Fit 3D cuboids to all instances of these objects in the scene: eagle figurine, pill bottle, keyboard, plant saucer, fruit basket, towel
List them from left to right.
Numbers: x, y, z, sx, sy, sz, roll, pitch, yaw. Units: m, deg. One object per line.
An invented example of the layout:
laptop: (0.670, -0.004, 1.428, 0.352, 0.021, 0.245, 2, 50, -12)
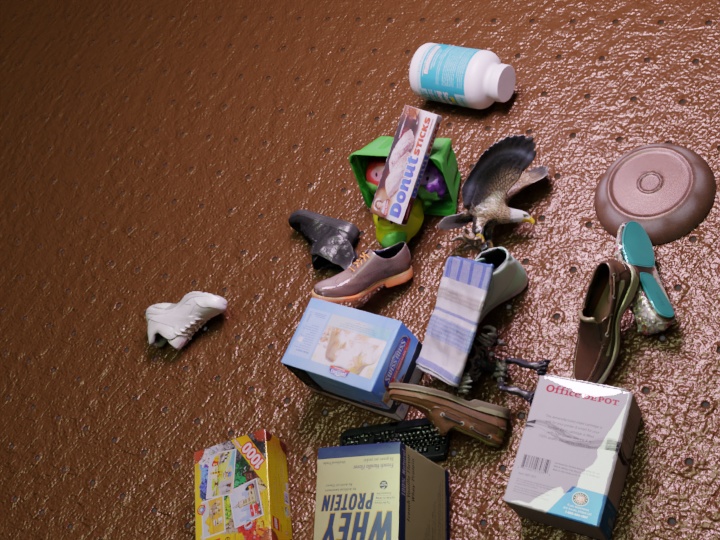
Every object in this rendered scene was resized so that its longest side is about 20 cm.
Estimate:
keyboard: (0.049, 0.292, 1.509, 0.198, 0.040, 0.105, -14, 54, 23)
fruit basket: (0.074, -0.143, 1.711, 0.213, 0.157, 0.217, -14, 39, 11)
towel: (0.149, 0.078, 1.478, 0.147, 0.024, 0.203, 20, 94, 69)
pill bottle: (0.201, -0.378, 1.797, 0.198, 0.111, 0.112, 19, 71, 37)
eagle figurine: (0.240, -0.125, 1.603, 0.151, 0.149, 0.202, -1, 69, 71)
plant saucer: (0.485, -0.138, 1.534, 0.198, 0.037, 0.203, -14, 56, 21)

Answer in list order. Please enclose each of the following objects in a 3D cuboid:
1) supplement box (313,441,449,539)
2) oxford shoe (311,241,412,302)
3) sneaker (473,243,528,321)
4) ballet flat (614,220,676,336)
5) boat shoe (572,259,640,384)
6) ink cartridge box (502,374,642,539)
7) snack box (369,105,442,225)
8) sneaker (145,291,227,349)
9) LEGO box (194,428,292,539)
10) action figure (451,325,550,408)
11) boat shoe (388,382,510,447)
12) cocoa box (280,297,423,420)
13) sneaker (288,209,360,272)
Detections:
supplement box: (0.035, 0.375, 1.345, 0.133, 0.200, 0.203, -9, 64, 24)
oxford shoe: (0.000, 0.000, 1.642, 0.198, 0.074, 0.071, -20, 31, -24)
sneaker: (0.180, 0.036, 1.544, 0.200, 0.118, 0.074, -38, 51, 4)
ballet flat: (0.434, 0.014, 1.449, 0.064, 0.075, 0.202, 121, 152, -47)
boat shoe: (0.356, 0.080, 1.405, 0.074, 0.074, 0.205, 19, 94, 53)
ink cartridge box: (0.312, 0.270, 1.343, 0.144, 0.084, 0.202, 8, 65, 33)
snack box: (0.080, -0.187, 1.638, 0.071, 0.024, 0.202, 22, 98, 30)
sneaker: (-0.345, 0.107, 1.836, 0.198, 0.078, 0.101, -19, 59, 30)
LEGO box: (-0.200, 0.393, 1.562, 0.147, 0.077, 0.202, -21, 53, 16)
action figure: (0.201, 0.149, 1.474, 0.198, 0.102, 0.120, 14, 80, 33)
boat shoe: (0.134, 0.227, 1.451, 0.197, 0.072, 0.069, 13, 84, 14)
cocoa box: (-0.008, 0.149, 1.570, 0.198, 0.131, 0.135, 13, 68, 35)
sneaker: (-0.077, -0.051, 1.782, 0.198, 0.060, 0.105, 13, 64, 31)
